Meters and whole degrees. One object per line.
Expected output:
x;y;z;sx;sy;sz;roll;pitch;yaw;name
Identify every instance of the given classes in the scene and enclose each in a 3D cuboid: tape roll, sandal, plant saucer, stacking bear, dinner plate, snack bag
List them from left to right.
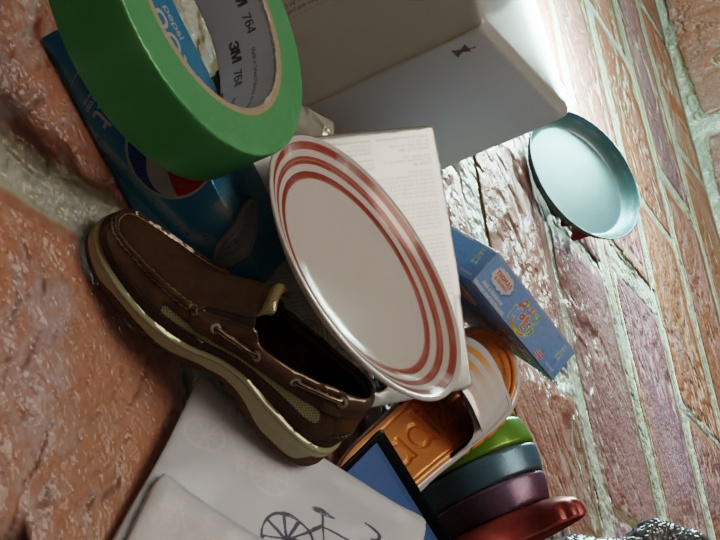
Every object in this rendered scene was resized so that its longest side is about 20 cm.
-0.109;-0.156;0.790;0.200;0.048;0.201;44;34;-42;tape roll
-0.045;0.168;0.752;0.189;0.021;0.200;34;35;-8;snack bag
0.000;0.000;0.859;0.200;0.024;0.200;43;29;-32;dinner plate
0.061;0.108;0.979;0.079;0.059;0.207;39;54;12;sandal
0.085;0.137;1.071;0.114;0.121;0.200;92;-25;-71;stacking bear
0.300;-0.127;1.762;0.200;0.027;0.200;19;55;-29;plant saucer

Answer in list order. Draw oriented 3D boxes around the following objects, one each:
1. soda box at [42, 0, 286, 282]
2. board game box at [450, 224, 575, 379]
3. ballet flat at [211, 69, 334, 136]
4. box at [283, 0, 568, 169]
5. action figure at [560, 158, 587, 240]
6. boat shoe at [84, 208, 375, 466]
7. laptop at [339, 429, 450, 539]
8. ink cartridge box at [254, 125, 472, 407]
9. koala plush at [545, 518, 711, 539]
-0.121;-0.079;0.842;0.200;0.064;0.068;63;24;-14;soda box
0.075;0.001;1.091;0.200;0.037;0.151;35;-9;47;board game box
-0.042;-0.079;1.007;0.200;0.068;0.068;62;15;-18;ballet flat
0.043;-0.202;1.127;0.199;0.200;0.171;29;43;-57;box
0.299;-0.139;1.832;0.065;0.052;0.200;39;36;-42;action figure
-0.072;0.027;0.788;0.202;0.075;0.075;42;30;-13;boat shoe
0.018;0.240;0.834;0.177;0.103;0.200;59;8;-22;laptop
-0.009;0.000;0.949;0.160;0.047;0.200;-8;89;-26;ink cartridge box
0.218;0.295;1.169;0.177;0.184;0.200;50;-13;-12;koala plush
